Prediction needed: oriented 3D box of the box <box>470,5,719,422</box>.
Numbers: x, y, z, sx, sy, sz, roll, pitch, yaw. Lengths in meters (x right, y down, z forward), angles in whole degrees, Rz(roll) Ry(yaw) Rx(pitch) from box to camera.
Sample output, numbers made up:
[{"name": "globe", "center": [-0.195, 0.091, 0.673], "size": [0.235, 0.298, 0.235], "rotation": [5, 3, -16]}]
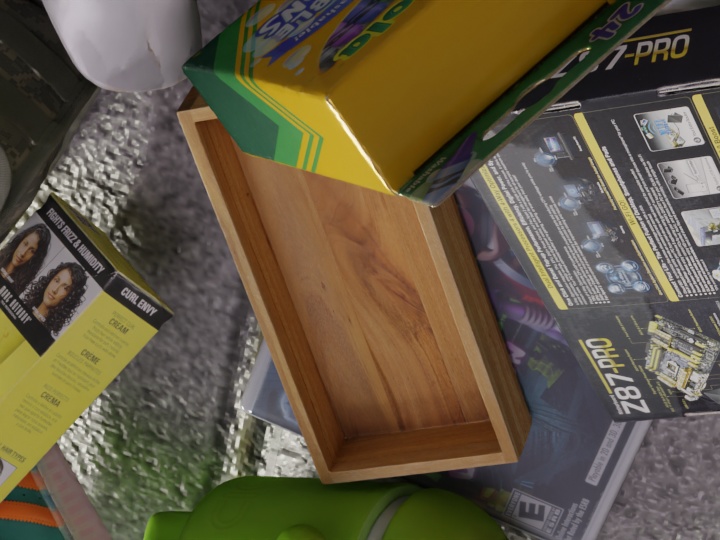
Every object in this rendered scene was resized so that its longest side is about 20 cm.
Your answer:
[{"name": "box", "center": [0.144, -0.019, 1.191], "size": [0.161, 0.049, 0.200], "rotation": [-9, 135, 26]}]

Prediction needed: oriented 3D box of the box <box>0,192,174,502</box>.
[{"name": "box", "center": [-0.181, 0.064, 1.339], "size": [0.200, 0.075, 0.050], "rotation": [-47, 138, 4]}]

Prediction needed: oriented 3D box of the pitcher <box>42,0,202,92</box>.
[{"name": "pitcher", "center": [-0.085, -0.197, 1.181], "size": [0.172, 0.121, 0.200], "rotation": [49, 133, 9]}]

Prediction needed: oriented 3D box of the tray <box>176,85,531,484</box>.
[{"name": "tray", "center": [0.000, 0.000, 1.297], "size": [0.098, 0.037, 0.200], "rotation": [-8, 120, 22]}]

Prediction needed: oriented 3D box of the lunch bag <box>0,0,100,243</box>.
[{"name": "lunch bag", "center": [-0.222, -0.059, 1.257], "size": [0.164, 0.200, 0.118], "rotation": [33, 127, -4]}]

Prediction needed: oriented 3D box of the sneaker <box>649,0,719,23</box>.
[{"name": "sneaker", "center": [0.161, -0.142, 1.154], "size": [0.199, 0.081, 0.088], "rotation": [18, 124, -2]}]

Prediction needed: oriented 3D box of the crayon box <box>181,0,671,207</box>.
[{"name": "crayon box", "center": [0.021, -0.094, 1.134], "size": [0.052, 0.126, 0.200], "rotation": [54, 167, -21]}]

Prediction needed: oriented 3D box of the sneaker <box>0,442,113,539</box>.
[{"name": "sneaker", "center": [-0.178, 0.116, 1.380], "size": [0.200, 0.080, 0.071], "rotation": [53, 152, 26]}]

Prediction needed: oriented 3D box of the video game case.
[{"name": "video game case", "center": [0.054, 0.023, 1.329], "size": [0.181, 0.023, 0.200], "rotation": [23, 127, 3]}]

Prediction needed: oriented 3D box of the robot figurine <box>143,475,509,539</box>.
[{"name": "robot figurine", "center": [-0.010, 0.157, 1.373], "size": [0.199, 0.116, 0.175], "rotation": [0, 162, 29]}]
